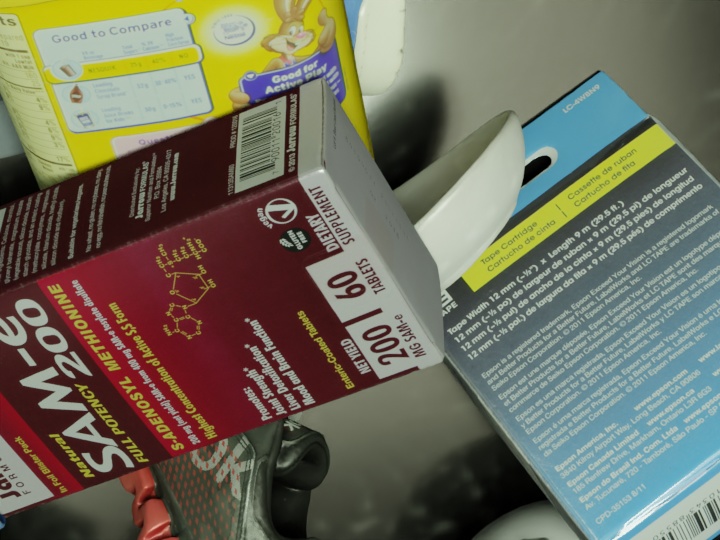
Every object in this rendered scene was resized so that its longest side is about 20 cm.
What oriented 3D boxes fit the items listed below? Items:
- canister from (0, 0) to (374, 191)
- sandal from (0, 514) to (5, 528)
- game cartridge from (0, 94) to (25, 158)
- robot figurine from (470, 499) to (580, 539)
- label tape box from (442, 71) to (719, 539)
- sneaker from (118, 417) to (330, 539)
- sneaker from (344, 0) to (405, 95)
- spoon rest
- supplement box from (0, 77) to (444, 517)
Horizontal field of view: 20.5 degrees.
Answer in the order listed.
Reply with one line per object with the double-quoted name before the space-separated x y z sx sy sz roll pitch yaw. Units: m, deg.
"canister" -0.074 -0.089 0.774 0.148 0.087 0.200 -9 143 2
"sandal" -0.178 0.025 0.875 0.087 0.079 0.200 -18 111 -8
"game cartridge" -0.161 -0.109 0.792 0.041 0.200 0.133 2 99 16
"robot figurine" 0.122 0.196 0.921 0.200 0.125 0.150 41 87 -14
"label tape box" 0.115 0.024 0.887 0.143 0.200 0.066 -37 141 -1
"sneaker" -0.068 0.069 0.862 0.098 0.071 0.201 -27 67 8
"sneaker" -0.038 -0.174 0.852 0.111 0.077 0.200 -3 108 -17
"spoon rest" 0.000 0.000 0.865 0.061 0.099 0.200 40 122 -5
"supplement box" -0.080 0.014 0.773 0.200 0.061 0.109 -21 128 17
